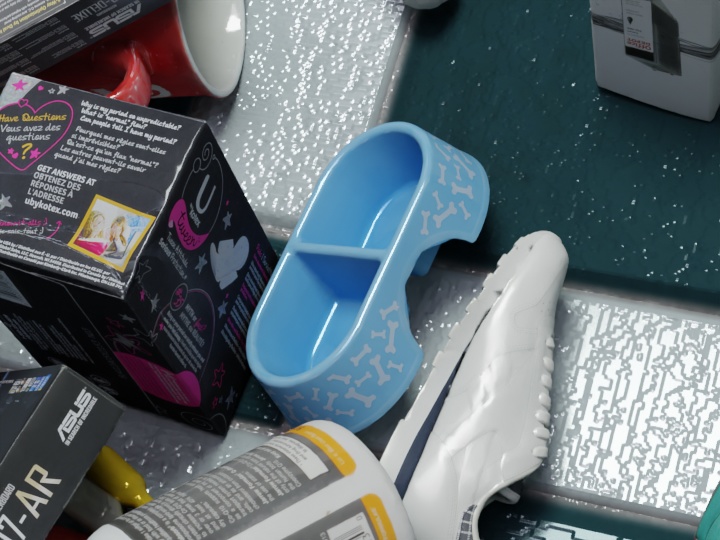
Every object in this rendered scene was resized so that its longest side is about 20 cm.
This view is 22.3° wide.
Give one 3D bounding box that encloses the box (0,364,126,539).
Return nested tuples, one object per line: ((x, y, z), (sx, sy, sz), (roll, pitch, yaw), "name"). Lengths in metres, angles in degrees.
((-0.215, 0.133, 1.021), (0.043, 0.200, 0.161), (36, 74, -16), "box")

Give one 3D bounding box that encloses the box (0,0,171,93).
((-0.203, -0.205, 1.112), (0.199, 0.050, 0.159), (-27, 65, 12), "box")

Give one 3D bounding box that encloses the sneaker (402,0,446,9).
((0.006, -0.245, 1.217), (0.080, 0.076, 0.201), (-26, 56, 13), "sneaker")

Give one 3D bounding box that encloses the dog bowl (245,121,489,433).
((0.000, 0.000, 1.079), (0.111, 0.050, 0.201), (6, 64, 46), "dog bowl")

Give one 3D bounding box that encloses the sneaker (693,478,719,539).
((0.253, 0.106, 0.978), (0.200, 0.084, 0.121), (-42, 72, -7), "sneaker")

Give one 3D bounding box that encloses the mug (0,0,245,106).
((-0.194, -0.163, 1.171), (0.198, 0.178, 0.135), (-4, 107, 16), "mug")

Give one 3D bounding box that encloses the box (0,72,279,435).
((-0.138, -0.008, 1.056), (0.131, 0.200, 0.115), (16, 68, 20), "box")

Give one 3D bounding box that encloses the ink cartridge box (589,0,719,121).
((0.197, -0.204, 1.070), (0.082, 0.200, 0.148), (21, 71, 18), "ink cartridge box")

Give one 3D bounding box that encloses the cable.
((-0.110, 0.169, 1.048), (0.199, 0.050, 0.098), (19, 65, 22), "cable")

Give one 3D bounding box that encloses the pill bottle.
((-0.076, 0.168, 0.949), (0.199, 0.117, 0.117), (-25, 59, -26), "pill bottle")

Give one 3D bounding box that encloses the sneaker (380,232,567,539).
((0.078, 0.074, 1.038), (0.080, 0.076, 0.201), (25, 78, 12), "sneaker")
